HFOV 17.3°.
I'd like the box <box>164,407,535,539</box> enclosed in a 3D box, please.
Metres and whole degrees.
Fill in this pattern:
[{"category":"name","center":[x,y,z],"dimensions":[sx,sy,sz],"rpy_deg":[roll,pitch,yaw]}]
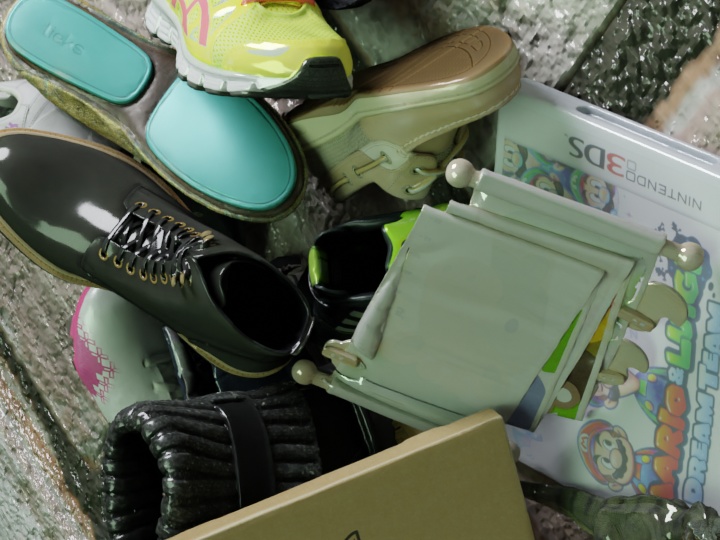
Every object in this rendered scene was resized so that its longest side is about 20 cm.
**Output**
[{"category":"box","center":[-0.002,0.177,1.167],"dimensions":[0.021,0.199,0.164],"rpy_deg":[-143,35,-66]}]

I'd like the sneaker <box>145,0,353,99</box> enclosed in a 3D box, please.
[{"category":"sneaker","center":[-0.059,-0.144,1.200],"dimensions":[0.200,0.078,0.091],"rpy_deg":[40,125,55]}]

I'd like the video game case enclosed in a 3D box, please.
[{"category":"video game case","center":[0.130,0.026,1.156],"dimensions":[0.182,0.024,0.201],"rpy_deg":[27,124,42]}]

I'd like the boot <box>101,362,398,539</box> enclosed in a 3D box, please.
[{"category":"boot","center":[-0.041,0.155,1.201],"dimensions":[0.079,0.157,0.212],"rpy_deg":[-24,84,46]}]

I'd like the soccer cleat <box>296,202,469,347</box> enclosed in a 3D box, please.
[{"category":"soccer cleat","center":[0.000,0.000,1.237],"dimensions":[0.200,0.081,0.068],"rpy_deg":[-23,69,61]}]

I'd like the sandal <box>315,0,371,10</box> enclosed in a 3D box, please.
[{"category":"sandal","center":[-0.019,-0.169,1.250],"dimensions":[0.200,0.045,0.076],"rpy_deg":[-12,90,66]}]

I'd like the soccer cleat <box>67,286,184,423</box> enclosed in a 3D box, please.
[{"category":"soccer cleat","center":[-0.108,0.086,1.368],"dimensions":[0.086,0.070,0.201],"rpy_deg":[24,141,36]}]

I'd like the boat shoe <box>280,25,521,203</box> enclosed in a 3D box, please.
[{"category":"boat shoe","center":[0.027,-0.073,1.203],"dimensions":[0.200,0.072,0.065],"rpy_deg":[-13,110,60]}]

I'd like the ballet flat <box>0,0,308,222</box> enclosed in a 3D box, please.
[{"category":"ballet flat","center":[-0.107,-0.086,1.274],"dimensions":[0.199,0.071,0.071],"rpy_deg":[32,130,15]}]

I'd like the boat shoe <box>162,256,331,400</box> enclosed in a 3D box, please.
[{"category":"boat shoe","center":[-0.042,0.097,1.335],"dimensions":[0.075,0.092,0.201],"rpy_deg":[-36,76,50]}]

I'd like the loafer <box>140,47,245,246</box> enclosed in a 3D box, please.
[{"category":"loafer","center":[-0.100,-0.038,1.384],"dimensions":[0.072,0.072,0.201],"rpy_deg":[-93,13,-61]}]

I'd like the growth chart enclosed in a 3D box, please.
[{"category":"growth chart","center":[0.067,0.027,1.139],"dimensions":[0.144,0.018,0.200],"rpy_deg":[25,136,-9]}]

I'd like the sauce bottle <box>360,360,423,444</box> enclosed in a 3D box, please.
[{"category":"sauce bottle","center":[0.047,0.135,1.269],"dimensions":[0.201,0.066,0.066],"rpy_deg":[58,140,14]}]

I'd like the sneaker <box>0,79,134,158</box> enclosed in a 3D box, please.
[{"category":"sneaker","center":[-0.181,-0.095,1.378],"dimensions":[0.200,0.099,0.075],"rpy_deg":[-111,36,-72]}]

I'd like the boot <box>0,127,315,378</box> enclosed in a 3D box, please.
[{"category":"boot","center":[-0.108,-0.018,1.222],"dimensions":[0.199,0.078,0.138],"rpy_deg":[29,172,-6]}]

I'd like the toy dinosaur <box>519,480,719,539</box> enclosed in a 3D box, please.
[{"category":"toy dinosaur","center":[0.133,0.143,1.153],"dimensions":[0.200,0.047,0.089],"rpy_deg":[6,119,60]}]
